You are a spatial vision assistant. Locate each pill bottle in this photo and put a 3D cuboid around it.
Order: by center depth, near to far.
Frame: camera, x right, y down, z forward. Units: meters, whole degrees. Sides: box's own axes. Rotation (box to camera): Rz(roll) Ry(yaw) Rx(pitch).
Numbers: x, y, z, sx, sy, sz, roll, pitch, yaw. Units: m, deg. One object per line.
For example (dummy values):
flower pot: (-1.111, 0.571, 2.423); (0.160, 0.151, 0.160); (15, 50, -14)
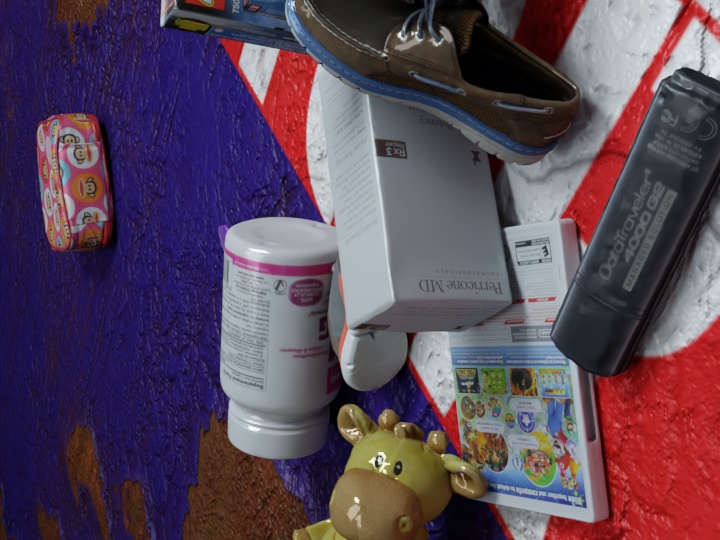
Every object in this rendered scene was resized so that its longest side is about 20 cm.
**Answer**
pill bottle: (-0.071, 0.061, 0.975); (0.113, 0.113, 0.201); (31, 122, 53)

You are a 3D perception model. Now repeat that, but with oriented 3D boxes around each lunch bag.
lunch bag: (-0.430, -0.126, 1.576); (0.176, 0.082, 0.201); (1, 97, 60)

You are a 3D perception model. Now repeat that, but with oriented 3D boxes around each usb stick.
usb stick: (0.167, -0.021, 0.631); (0.055, 0.033, 0.201); (34, 128, 25)

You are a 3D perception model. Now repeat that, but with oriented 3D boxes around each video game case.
video game case: (0.112, 0.070, 0.763); (0.143, 0.018, 0.201); (-7, 89, 59)

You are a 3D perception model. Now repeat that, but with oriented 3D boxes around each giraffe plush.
giraffe plush: (0.022, 0.200, 0.816); (0.200, 0.172, 0.163); (-83, 4, -63)

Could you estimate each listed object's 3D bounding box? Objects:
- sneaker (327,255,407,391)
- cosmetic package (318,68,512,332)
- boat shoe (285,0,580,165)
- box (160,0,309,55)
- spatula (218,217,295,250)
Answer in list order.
sneaker: (0.000, 0.000, 0.881); (0.082, 0.077, 0.201); (43, 131, 49)
cosmetic package: (0.036, -0.061, 0.761); (0.074, 0.101, 0.201); (-36, 59, 55)
boat shoe: (0.050, -0.144, 0.678); (0.072, 0.199, 0.072); (-51, 17, 58)
box: (-0.059, -0.251, 0.718); (0.040, 0.136, 0.201); (-14, 72, 63)
spatula: (-0.107, -0.032, 1.107); (0.200, 0.020, 0.057); (-15, 95, 57)
